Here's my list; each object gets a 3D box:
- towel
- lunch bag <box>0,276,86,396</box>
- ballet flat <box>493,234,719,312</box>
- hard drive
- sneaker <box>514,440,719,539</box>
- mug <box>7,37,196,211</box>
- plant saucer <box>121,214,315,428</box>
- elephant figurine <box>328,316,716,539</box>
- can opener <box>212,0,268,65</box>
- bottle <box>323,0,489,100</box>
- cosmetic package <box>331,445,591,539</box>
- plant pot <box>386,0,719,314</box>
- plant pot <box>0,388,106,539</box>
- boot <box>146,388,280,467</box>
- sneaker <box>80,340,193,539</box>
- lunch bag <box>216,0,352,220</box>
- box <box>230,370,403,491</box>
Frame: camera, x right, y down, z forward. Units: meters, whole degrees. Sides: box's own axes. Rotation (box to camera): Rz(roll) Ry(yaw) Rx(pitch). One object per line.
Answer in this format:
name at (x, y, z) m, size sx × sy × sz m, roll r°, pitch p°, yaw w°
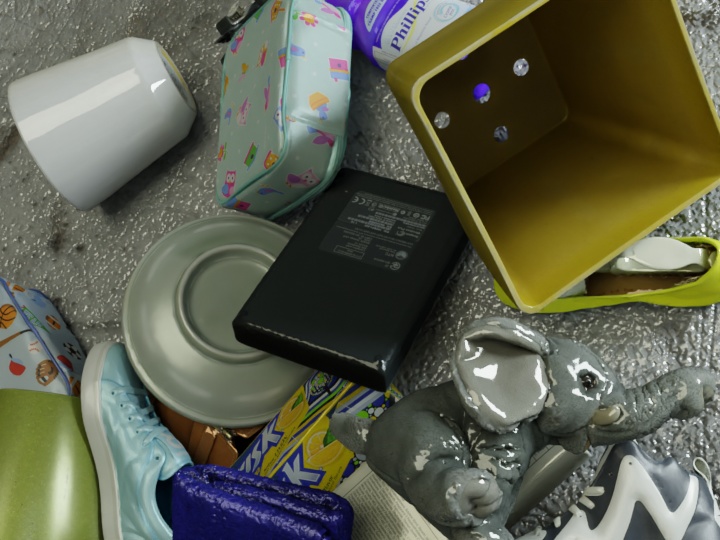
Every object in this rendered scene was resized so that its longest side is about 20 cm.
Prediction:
towel at (-0.080, 0.252, 0.762) m, size 0.147 × 0.050 × 0.201 m, roll 9°, pitch 114°, yaw 13°
lunch bag at (-0.361, 0.114, 1.006) m, size 0.160 × 0.076 × 0.200 m, roll -46°, pitch 60°, yaw 7°
ballet flat at (0.196, -0.004, 0.790) m, size 0.199 × 0.067 × 0.067 m, roll -1°, pitch 72°, yaw 25°
hard drive at (0.000, 0.000, 0.839) m, size 0.139 × 0.033 × 0.200 m, roll 17°, pitch 51°, yaw 21°
sneaker at (0.169, 0.177, 0.730) m, size 0.198 × 0.079 × 0.131 m, roll -6°, pitch 68°, yaw 22°
mug at (-0.262, -0.178, 1.029) m, size 0.152 × 0.149 × 0.187 m, roll -28°, pitch 69°, yaw 5°
plant saucer at (-0.108, 0.034, 0.870) m, size 0.199 × 0.050 × 0.202 m, roll 5°, pitch 67°, yaw -11°
elephant figurine at (0.111, 0.096, 0.691) m, size 0.200 × 0.155 × 0.141 m, roll -49°, pitch 17°, yaw -9°
can opener at (-0.078, -0.276, 1.001) m, size 0.200 × 0.053 × 0.067 m, roll -35°, pitch 98°, yaw 39°
bottle at (0.042, -0.228, 0.943) m, size 0.199 × 0.065 × 0.084 m, roll 29°, pitch 84°, yaw 30°
cosmetic package at (0.070, 0.169, 0.783) m, size 0.200 × 0.073 × 0.104 m, roll -42°, pitch 61°, yaw 6°
plant pot at (0.129, -0.124, 0.770) m, size 0.199 × 0.201 × 0.176 m, roll -34°, pitch 27°, yaw -5°
plant pot at (-0.285, 0.209, 0.862) m, size 0.186 × 0.187 × 0.202 m, roll 1°, pitch 76°, yaw 25°
boot at (-0.129, 0.086, 0.904) m, size 0.155 × 0.077 × 0.201 m, roll 27°, pitch 84°, yaw 30°
sneaker at (-0.180, 0.152, 0.850) m, size 0.081 × 0.074 × 0.201 m, roll -17°, pitch 79°, yaw 17°
lunch bag at (-0.076, -0.156, 0.940) m, size 0.160 × 0.077 × 0.201 m, roll -30°, pitch 52°, yaw 52°
box at (-0.050, 0.163, 0.833) m, size 0.200 × 0.070 × 0.064 m, roll -49°, pitch 26°, yaw 1°
